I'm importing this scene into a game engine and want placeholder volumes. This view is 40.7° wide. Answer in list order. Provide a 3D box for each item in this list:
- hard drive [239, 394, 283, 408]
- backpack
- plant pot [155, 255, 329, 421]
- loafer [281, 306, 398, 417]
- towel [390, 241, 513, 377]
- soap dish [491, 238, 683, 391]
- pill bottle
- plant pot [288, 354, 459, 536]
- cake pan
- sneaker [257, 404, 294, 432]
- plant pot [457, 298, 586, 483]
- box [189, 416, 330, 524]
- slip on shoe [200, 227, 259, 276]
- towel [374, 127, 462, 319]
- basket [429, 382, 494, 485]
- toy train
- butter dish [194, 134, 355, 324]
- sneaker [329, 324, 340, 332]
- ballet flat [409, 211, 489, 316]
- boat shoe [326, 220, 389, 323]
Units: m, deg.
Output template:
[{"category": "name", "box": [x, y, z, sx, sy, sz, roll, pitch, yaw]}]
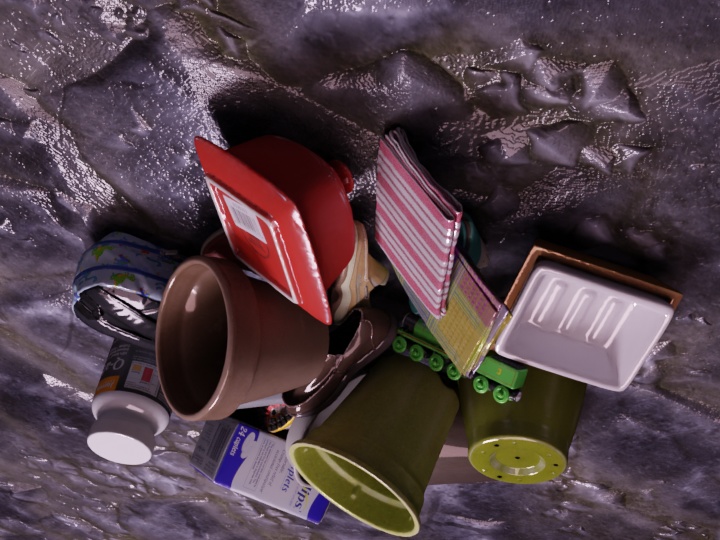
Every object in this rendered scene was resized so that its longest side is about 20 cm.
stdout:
[{"category": "hard drive", "box": [-0.165, 0.127, 1.406, 0.199, 0.141, 0.033, -10, -178, 25]}, {"category": "backpack", "box": [-0.293, 0.037, 1.319, 0.199, 0.155, 0.163, 9, 153, -34]}, {"category": "plant pot", "box": [-0.139, 0.084, 1.220, 0.174, 0.202, 0.200, 3, 152, -37]}, {"category": "loafer", "box": [-0.042, 0.113, 1.294, 0.200, 0.073, 0.071, -46, 128, 14]}, {"category": "towel", "box": [0.102, 0.018, 1.167, 0.023, 0.201, 0.144, -18, 148, -28]}, {"category": "soap dish", "box": [0.270, 0.053, 1.204, 0.199, 0.081, 0.158, 18, 121, -8]}, {"category": "pill bottle", "box": [-0.329, 0.175, 1.438, 0.115, 0.201, 0.117, 6, 142, 5]}, {"category": "plant pot", "box": [0.036, 0.222, 1.310, 0.199, 0.185, 0.201, 27, 152, 16]}, {"category": "cake pan", "box": [-0.035, 0.220, 1.404, 0.037, 0.200, 0.201, 33, 153, 30]}, {"category": "sneaker", "box": [-0.068, 0.194, 1.519, 0.199, 0.078, 0.082, -26, 158, 32]}, {"category": "plant pot", "box": [0.216, 0.173, 1.310, 0.199, 0.194, 0.201, 6, 142, 5]}, {"category": "box", "box": [-0.159, 0.322, 1.606, 0.199, 0.106, 0.184, 26, 170, -20]}, {"category": "slip on shoe", "box": [-0.129, -0.021, 1.248, 0.199, 0.062, 0.074, -4, 142, 31]}, {"category": "towel", "box": [0.066, -0.050, 1.120, 0.030, 0.147, 0.201, -24, 148, -18]}, {"category": "basket", "box": [0.193, 0.251, 1.468, 0.198, 0.136, 0.181, 3, 124, 3]}, {"category": "toy train", "box": [0.125, 0.110, 1.252, 0.199, 0.057, 0.042, 25, -165, 32]}, {"category": "butter dish", "box": [-0.071, -0.075, 1.114, 0.200, 0.148, 0.200, 35, 153, 39]}, {"category": "sneaker", "box": [-0.067, 0.138, 1.423, 0.077, 0.082, 0.200, 34, 137, -27]}, {"category": "ballet flat", "box": [0.121, -0.009, 1.218, 0.070, 0.068, 0.200, -4, 147, -21]}, {"category": "boat shoe", "box": [0.000, 0.000, 1.256, 0.076, 0.072, 0.200, -2, 151, -8]}]
